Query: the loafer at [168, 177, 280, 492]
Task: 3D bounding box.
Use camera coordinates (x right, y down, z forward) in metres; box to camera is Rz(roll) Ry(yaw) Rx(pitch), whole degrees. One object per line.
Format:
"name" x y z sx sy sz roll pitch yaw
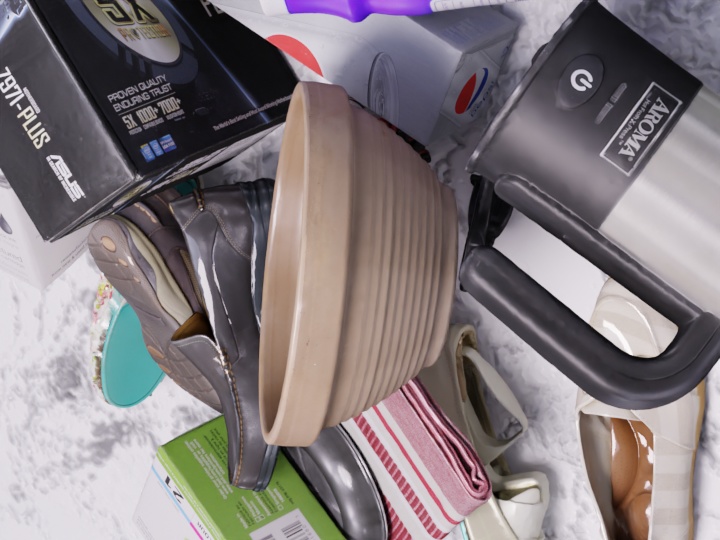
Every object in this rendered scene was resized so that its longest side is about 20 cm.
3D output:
"loafer" -0.085 0.042 1.320 0.073 0.072 0.201 -152 60 -75

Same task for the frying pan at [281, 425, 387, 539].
"frying pan" -0.014 0.168 1.398 0.115 0.031 0.190 36 145 48

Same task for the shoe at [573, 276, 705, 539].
"shoe" 0.165 0.099 1.241 0.070 0.053 0.201 6 113 34

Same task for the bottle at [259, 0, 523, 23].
"bottle" 0.043 -0.174 1.145 0.199 0.084 0.066 -6 101 8

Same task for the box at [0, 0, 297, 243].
"box" -0.148 -0.129 1.273 0.086 0.200 0.164 -32 89 34

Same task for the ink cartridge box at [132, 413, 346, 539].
"ink cartridge box" -0.088 0.211 1.418 0.148 0.076 0.200 52 145 21

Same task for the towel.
"towel" 0.015 0.107 1.316 0.144 0.023 0.200 57 158 10

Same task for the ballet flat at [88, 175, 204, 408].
"ballet flat" -0.148 -0.002 1.431 0.064 0.075 0.200 52 134 48

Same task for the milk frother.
"milk frother" 0.150 -0.025 1.161 0.188 0.200 0.181 37 97 4

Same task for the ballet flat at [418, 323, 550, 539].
"ballet flat" 0.082 0.123 1.311 0.069 0.069 0.200 -18 97 40

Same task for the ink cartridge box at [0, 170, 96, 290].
"ink cartridge box" -0.259 -0.101 1.402 0.145 0.085 0.200 25 145 26

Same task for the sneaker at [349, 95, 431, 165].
"sneaker" -0.010 -0.029 1.314 0.082 0.078 0.200 57 141 39

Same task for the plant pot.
"plant pot" 0.000 0.000 1.157 0.092 0.201 0.201 6 119 -8

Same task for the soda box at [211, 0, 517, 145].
"soda box" -0.011 -0.159 1.243 0.200 0.063 0.068 35 127 19

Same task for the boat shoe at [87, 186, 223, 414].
"boat shoe" -0.106 0.022 1.376 0.074 0.073 0.200 29 156 37
